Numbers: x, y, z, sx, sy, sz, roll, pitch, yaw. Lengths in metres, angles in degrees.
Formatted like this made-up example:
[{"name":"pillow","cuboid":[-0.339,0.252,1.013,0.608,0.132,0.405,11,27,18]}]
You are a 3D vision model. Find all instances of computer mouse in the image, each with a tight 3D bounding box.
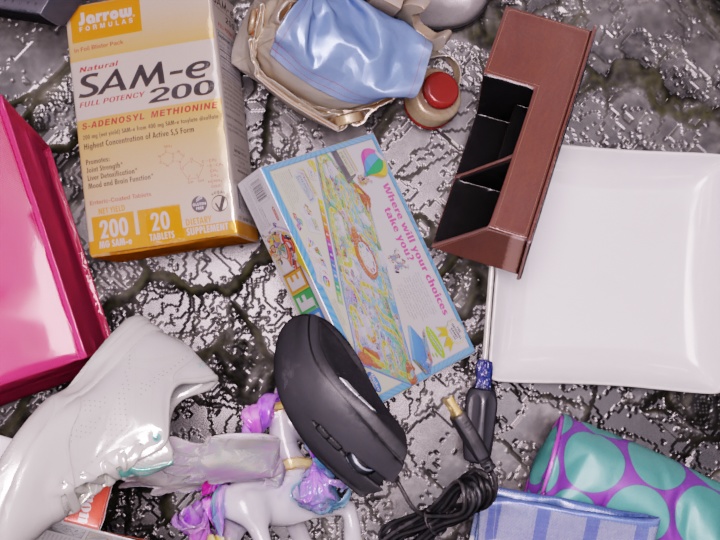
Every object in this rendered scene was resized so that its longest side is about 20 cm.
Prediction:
[{"name":"computer mouse","cuboid":[0.010,0.112,0.898,0.140,0.046,0.201,-35,83,39]}]

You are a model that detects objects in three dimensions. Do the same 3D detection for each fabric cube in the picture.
[{"name":"fabric cube","cuboid":[-0.314,0.009,0.933,0.197,0.200,0.198,-20,86,-6]}]

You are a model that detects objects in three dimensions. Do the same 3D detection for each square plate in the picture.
[{"name":"square plate","cuboid":[0.207,-0.003,1.041,0.197,0.028,0.201,3,86,-2]}]

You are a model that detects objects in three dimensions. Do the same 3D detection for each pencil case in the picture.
[{"name":"pencil case","cuboid":[0.230,0.194,0.997,0.198,0.085,0.093,25,53,1]}]

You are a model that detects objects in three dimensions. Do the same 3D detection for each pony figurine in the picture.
[{"name":"pony figurine","cuboid":[-0.086,0.179,0.968,0.191,0.166,0.203,-7,81,-35]}]

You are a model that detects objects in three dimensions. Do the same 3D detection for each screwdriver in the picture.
[{"name":"screwdriver","cuboid":[0.100,0.055,1.006,0.028,0.029,0.203,4,94,29]}]

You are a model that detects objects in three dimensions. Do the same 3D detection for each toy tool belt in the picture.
[{"name":"toy tool belt","cuboid":[0.004,-0.174,0.978,0.198,0.123,0.126,18,73,-14]}]

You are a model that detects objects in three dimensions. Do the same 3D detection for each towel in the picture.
[{"name":"towel","cuboid":[0.145,0.270,0.976,0.145,0.024,0.202,10,110,3]}]

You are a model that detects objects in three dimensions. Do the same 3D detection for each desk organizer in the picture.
[{"name":"desk organizer","cuboid":[0.123,-0.105,0.996,0.076,0.072,0.202,17,68,7]}]

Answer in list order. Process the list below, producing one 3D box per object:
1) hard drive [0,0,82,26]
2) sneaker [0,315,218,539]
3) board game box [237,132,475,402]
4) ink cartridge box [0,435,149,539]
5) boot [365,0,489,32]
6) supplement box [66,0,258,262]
[{"name":"hard drive","cuboid":[-0.243,-0.290,1.004,0.134,0.042,0.202,14,76,35]},{"name":"sneaker","cuboid":[-0.170,0.119,0.830,0.088,0.076,0.201,28,55,11]},{"name":"board game box","cuboid":[0.000,0.000,0.990,0.134,0.034,0.202,-22,85,-44]},{"name":"ink cartridge box","cuboid":[-0.223,0.170,0.902,0.198,0.109,0.051,18,60,-14]},{"name":"boot","cuboid":[0.017,-0.258,1.001,0.198,0.132,0.071,17,83,-1]},{"name":"supplement box","cuboid":[-0.159,-0.116,1.000,0.124,0.074,0.203,-8,86,9]}]
